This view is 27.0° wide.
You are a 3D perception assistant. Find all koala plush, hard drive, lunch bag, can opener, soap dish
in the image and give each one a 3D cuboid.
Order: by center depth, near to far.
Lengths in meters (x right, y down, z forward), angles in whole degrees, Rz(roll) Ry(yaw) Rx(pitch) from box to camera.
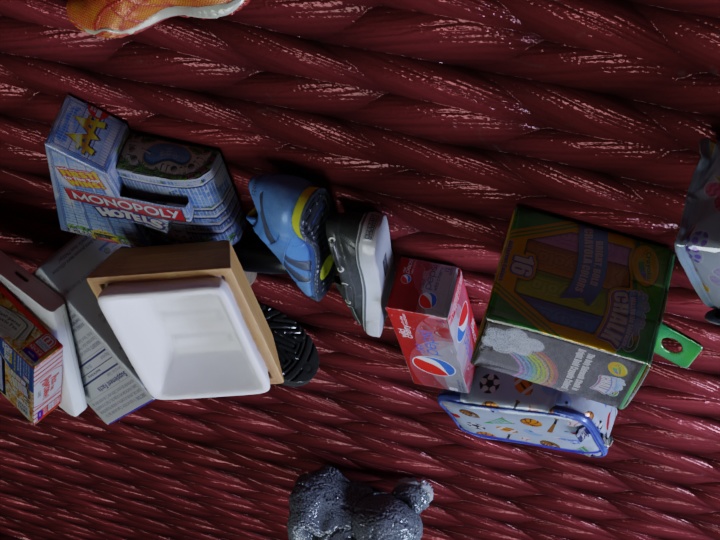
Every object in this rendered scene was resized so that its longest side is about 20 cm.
[{"bbox_3d":[0.358,-0.008,1.193,0.169,0.127,0.200,8,161,27],"label":"lunch bag"},{"bbox_3d":[-0.180,0.052,1.594,0.157,0.081,0.200,-5,140,14],"label":"soap dish"},{"bbox_3d":[-0.151,-0.020,1.626,0.199,0.063,0.079,-1,124,19],"label":"can opener"},{"bbox_3d":[0.199,0.161,1.742,0.200,0.076,0.160,9,157,24],"label":"lunch bag"},{"bbox_3d":[-0.382,0.072,1.748,0.132,0.026,0.200,34,147,24],"label":"hard drive"},{"bbox_3d":[0.008,0.382,2.254,0.200,0.178,0.184,3,142,40],"label":"koala plush"}]

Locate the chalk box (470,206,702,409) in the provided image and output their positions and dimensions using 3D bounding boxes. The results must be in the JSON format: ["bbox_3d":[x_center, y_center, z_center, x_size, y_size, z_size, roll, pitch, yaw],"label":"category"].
[{"bbox_3d":[0.219,0.041,1.404,0.200,0.124,0.124,16,155,4],"label":"chalk box"}]

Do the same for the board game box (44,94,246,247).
[{"bbox_3d":[-0.233,-0.091,1.520,0.200,0.062,0.200,12,157,14],"label":"board game box"}]

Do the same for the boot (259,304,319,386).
[{"bbox_3d":[-0.160,0.095,1.846,0.211,0.080,0.158,31,149,-2],"label":"boot"}]

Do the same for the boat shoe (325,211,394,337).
[{"bbox_3d":[0.000,0.000,1.547,0.056,0.069,0.200,11,148,11],"label":"boat shoe"}]

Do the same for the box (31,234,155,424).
[{"bbox_3d":[-0.300,0.063,1.766,0.200,0.105,0.184,50,151,-6],"label":"box"}]

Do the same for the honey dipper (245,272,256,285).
[{"bbox_3d":[-0.200,0.000,1.734,0.200,0.038,0.038,1,151,43],"label":"honey dipper"}]

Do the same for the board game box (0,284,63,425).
[{"bbox_3d":[-0.429,0.069,1.734,0.200,0.046,0.152,42,150,12],"label":"board game box"}]

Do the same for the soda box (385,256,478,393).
[{"bbox_3d":[0.082,0.062,1.621,0.070,0.064,0.200,10,155,16],"label":"soda box"}]

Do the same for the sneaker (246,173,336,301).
[{"bbox_3d":[-0.067,-0.038,1.520,0.078,0.066,0.200,21,157,18],"label":"sneaker"}]

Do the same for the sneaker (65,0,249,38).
[{"bbox_3d":[-0.161,-0.232,1.173,0.200,0.073,0.077,-7,124,38],"label":"sneaker"}]
